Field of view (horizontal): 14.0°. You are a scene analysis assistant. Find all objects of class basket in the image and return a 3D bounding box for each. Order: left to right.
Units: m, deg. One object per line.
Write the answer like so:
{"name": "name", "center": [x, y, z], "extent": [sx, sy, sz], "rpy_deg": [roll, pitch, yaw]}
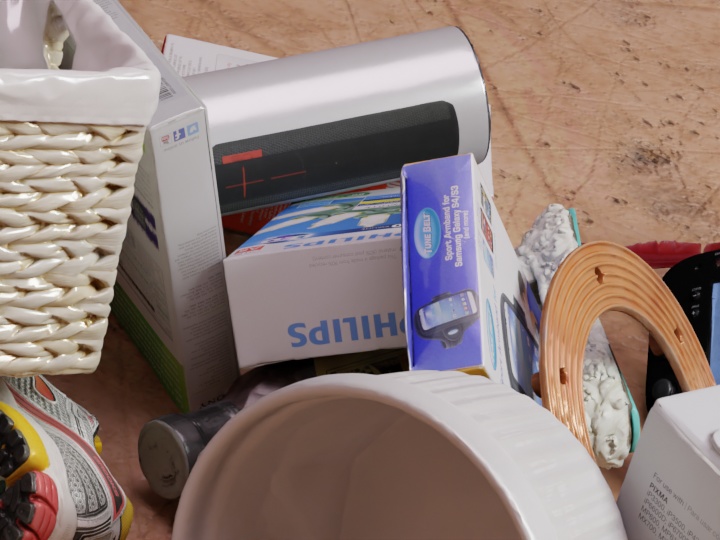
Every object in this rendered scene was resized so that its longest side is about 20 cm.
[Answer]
{"name": "basket", "center": [-0.221, -0.058, 1.362], "extent": [0.199, 0.161, 0.198], "rpy_deg": [-2, 26, -26]}

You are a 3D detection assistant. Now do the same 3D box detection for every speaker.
{"name": "speaker", "center": [-0.035, -0.078, 1.598], "extent": [0.199, 0.081, 0.081], "rpy_deg": [-11, 38, -14]}

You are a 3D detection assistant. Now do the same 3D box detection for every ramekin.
{"name": "ramekin", "center": [0.024, 0.138, 1.281], "extent": [0.200, 0.201, 0.105], "rpy_deg": [33, 25, 26]}

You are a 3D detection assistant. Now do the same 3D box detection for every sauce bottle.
{"name": "sauce bottle", "center": [-0.023, 0.073, 1.481], "extent": [0.200, 0.066, 0.066], "rpy_deg": [-18, 45, -40]}

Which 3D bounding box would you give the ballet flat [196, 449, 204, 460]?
{"name": "ballet flat", "center": [0.013, 0.132, 1.415], "extent": [0.199, 0.072, 0.072], "rpy_deg": [20, 31, -1]}

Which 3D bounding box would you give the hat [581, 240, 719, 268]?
{"name": "hat", "center": [0.209, 0.027, 1.634], "extent": [0.175, 0.166, 0.200], "rpy_deg": [-11, -6, -3]}

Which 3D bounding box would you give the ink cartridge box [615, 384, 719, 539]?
{"name": "ink cartridge box", "center": [0.195, 0.162, 1.305], "extent": [0.145, 0.200, 0.145], "rpy_deg": [-11, 40, -36]}

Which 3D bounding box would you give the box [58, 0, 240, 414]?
{"name": "box", "center": [-0.113, -0.038, 1.485], "extent": [0.036, 0.200, 0.144], "rpy_deg": [-22, 45, -19]}

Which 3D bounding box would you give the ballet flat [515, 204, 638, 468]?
{"name": "ballet flat", "center": [0.102, 0.032, 1.583], "extent": [0.072, 0.072, 0.200], "rpy_deg": [8, 33, -13]}

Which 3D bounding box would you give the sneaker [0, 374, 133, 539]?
{"name": "sneaker", "center": [-0.174, 0.080, 1.408], "extent": [0.082, 0.078, 0.200], "rpy_deg": [21, 21, -39]}

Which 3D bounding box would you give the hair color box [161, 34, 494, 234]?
{"name": "hair color box", "center": [-0.026, -0.067, 1.699], "extent": [0.199, 0.064, 0.111], "rpy_deg": [11, 32, -5]}

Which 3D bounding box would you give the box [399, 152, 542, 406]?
{"name": "box", "center": [0.058, 0.035, 1.408], "extent": [0.041, 0.200, 0.119], "rpy_deg": [-9, 57, 11]}

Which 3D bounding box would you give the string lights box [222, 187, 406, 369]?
{"name": "string lights box", "center": [0.000, 0.000, 1.519], "extent": [0.102, 0.059, 0.200], "rpy_deg": [-7, 8, 10]}

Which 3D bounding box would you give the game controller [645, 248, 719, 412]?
{"name": "game controller", "center": [0.235, 0.029, 1.555], "extent": [0.200, 0.105, 0.042], "rpy_deg": [-13, -19, 41]}

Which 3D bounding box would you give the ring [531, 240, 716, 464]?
{"name": "ring", "center": [0.137, 0.084, 1.455], "extent": [0.019, 0.201, 0.200], "rpy_deg": [-18, 17, 29]}
